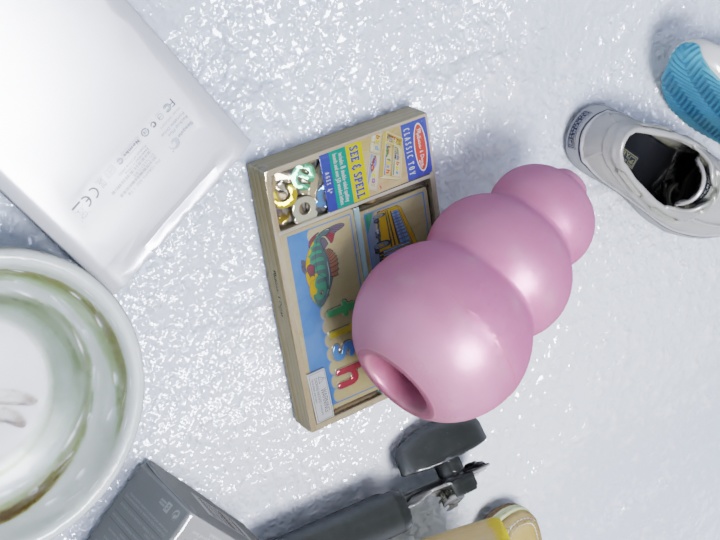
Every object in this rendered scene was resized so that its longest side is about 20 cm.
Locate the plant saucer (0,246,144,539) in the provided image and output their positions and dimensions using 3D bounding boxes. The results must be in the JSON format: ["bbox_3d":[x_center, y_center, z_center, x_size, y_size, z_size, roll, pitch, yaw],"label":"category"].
[{"bbox_3d":[-0.230,0.077,0.894,0.199,0.050,0.202,-13,114,-30],"label":"plant saucer"}]

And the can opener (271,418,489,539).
[{"bbox_3d":[0.010,0.172,1.096,0.199,0.053,0.067,-25,85,-26],"label":"can opener"}]

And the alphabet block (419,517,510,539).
[{"bbox_3d":[0.046,0.323,1.043,0.199,0.197,0.196,-17,119,-4],"label":"alphabet block"}]

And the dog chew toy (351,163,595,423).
[{"bbox_3d":[0.085,0.006,1.009,0.200,0.124,0.125,-48,127,-21],"label":"dog chew toy"}]

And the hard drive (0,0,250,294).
[{"bbox_3d":[-0.170,-0.097,0.884,0.132,0.025,0.200,-49,126,-10],"label":"hard drive"}]

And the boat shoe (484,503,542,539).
[{"bbox_3d":[0.132,0.287,1.194,0.071,0.076,0.201,-15,114,-28],"label":"boat shoe"}]

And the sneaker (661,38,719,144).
[{"bbox_3d":[0.306,-0.140,1.162,0.199,0.076,0.081,25,84,-43],"label":"sneaker"}]

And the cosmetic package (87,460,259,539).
[{"bbox_3d":[-0.152,0.245,0.987,0.200,0.090,0.107,-51,127,-4],"label":"cosmetic package"}]

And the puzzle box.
[{"bbox_3d":[0.000,0.000,1.034,0.132,0.025,0.201,-23,118,-26],"label":"puzzle box"}]

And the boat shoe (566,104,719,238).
[{"bbox_3d":[0.245,-0.071,1.145,0.199,0.066,0.072,28,90,-37],"label":"boat shoe"}]
